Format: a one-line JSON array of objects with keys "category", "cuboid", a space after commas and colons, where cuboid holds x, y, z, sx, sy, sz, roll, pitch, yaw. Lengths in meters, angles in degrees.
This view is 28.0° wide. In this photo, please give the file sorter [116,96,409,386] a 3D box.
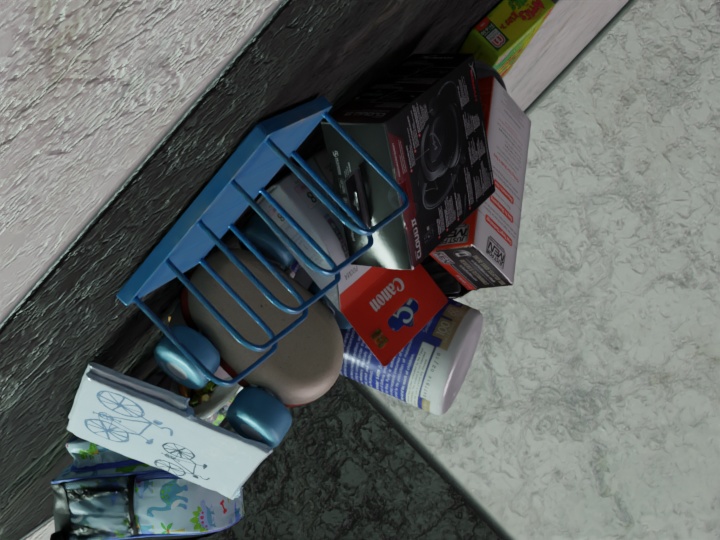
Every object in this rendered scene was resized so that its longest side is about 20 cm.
[{"category": "file sorter", "cuboid": [-0.076, -0.021, 1.195, 0.200, 0.123, 0.139, -46, 176, 25]}]

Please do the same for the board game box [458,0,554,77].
[{"category": "board game box", "cuboid": [0.158, -0.264, 1.745, 0.102, 0.048, 0.200, -45, 176, -18]}]

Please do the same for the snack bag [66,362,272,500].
[{"category": "snack bag", "cuboid": [-0.190, 0.161, 1.425, 0.189, 0.198, 0.022, 126, -14, -61]}]

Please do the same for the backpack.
[{"category": "backpack", "cuboid": [-0.236, 0.237, 1.633, 0.197, 0.149, 0.183, -3, -178, 5]}]

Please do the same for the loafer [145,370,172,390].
[{"category": "loafer", "cuboid": [-0.217, 0.136, 1.798, 0.200, 0.063, 0.072, -43, 176, -29]}]

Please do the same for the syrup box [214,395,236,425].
[{"category": "syrup box", "cuboid": [-0.184, 0.136, 1.984, 0.082, 0.079, 0.200, -52, 180, -30]}]

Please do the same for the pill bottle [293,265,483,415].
[{"category": "pill bottle", "cuboid": [0.020, 0.063, 1.544, 0.120, 0.198, 0.121, 22, 90, -78]}]

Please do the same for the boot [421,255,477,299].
[{"category": "boot", "cuboid": [0.115, -0.043, 1.643, 0.199, 0.132, 0.070, -34, 172, -26]}]

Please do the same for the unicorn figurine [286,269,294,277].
[{"category": "unicorn figurine", "cuboid": [-0.094, 0.026, 1.749, 0.137, 0.073, 0.202, -58, 167, -81]}]

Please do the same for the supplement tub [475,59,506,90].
[{"category": "supplement tub", "cuboid": [0.101, -0.167, 1.712, 0.107, 0.107, 0.200, -43, 175, -32]}]

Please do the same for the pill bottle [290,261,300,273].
[{"category": "pill bottle", "cuboid": [0.000, 0.000, 1.663, 0.116, 0.200, 0.116, -44, 176, -4]}]

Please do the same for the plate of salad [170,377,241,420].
[{"category": "plate of salad", "cuboid": [-0.157, 0.076, 1.598, 0.200, 0.048, 0.201, -40, -151, 28]}]

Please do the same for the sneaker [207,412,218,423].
[{"category": "sneaker", "cuboid": [-0.225, 0.182, 1.941, 0.086, 0.076, 0.200, -2, 161, -27]}]

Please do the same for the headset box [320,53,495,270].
[{"category": "headset box", "cuboid": [0.045, -0.103, 1.383, 0.077, 0.150, 0.200, 5, -150, 34]}]

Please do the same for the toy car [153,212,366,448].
[{"category": "toy car", "cuboid": [-0.124, 0.070, 1.460, 0.185, 0.177, 0.200, -56, -166, -27]}]

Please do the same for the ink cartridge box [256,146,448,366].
[{"category": "ink cartridge box", "cuboid": [0.007, -0.028, 1.429, 0.057, 0.200, 0.162, -43, 178, 37]}]

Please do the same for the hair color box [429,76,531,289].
[{"category": "hair color box", "cuboid": [0.128, -0.093, 1.544, 0.061, 0.101, 0.202, -7, -119, 31]}]
